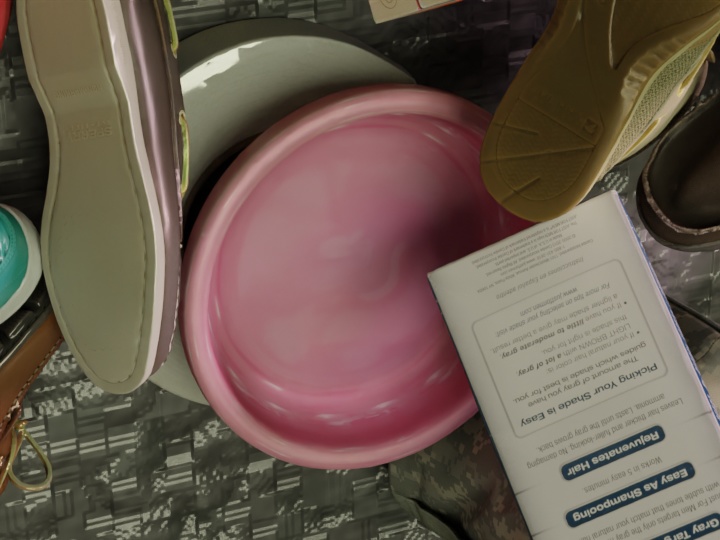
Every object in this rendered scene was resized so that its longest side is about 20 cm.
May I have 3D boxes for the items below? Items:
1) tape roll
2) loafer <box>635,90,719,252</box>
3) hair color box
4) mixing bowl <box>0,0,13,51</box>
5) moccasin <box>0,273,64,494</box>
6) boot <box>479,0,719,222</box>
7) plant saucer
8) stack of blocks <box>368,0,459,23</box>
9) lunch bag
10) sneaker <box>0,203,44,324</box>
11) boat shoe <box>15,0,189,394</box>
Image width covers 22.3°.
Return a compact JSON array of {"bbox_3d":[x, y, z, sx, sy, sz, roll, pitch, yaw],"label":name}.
[{"bbox_3d":[-0.047,-0.027,0.927,0.202,0.037,0.204,-10,117,-20],"label":"tape roll"},{"bbox_3d":[0.212,-0.081,0.861,0.200,0.073,0.071,-35,158,16],"label":"loafer"},{"bbox_3d":[0.115,0.076,0.846,0.100,0.201,0.061,-24,162,9],"label":"hair color box"},{"bbox_3d":[-0.228,-0.112,0.760,0.199,0.108,0.201,-10,116,-22],"label":"mixing bowl"},{"bbox_3d":[-0.198,0.086,0.887,0.078,0.074,0.202,29,96,-42],"label":"moccasin"},{"bbox_3d":[0.141,-0.120,0.856,0.073,0.155,0.201,35,111,11],"label":"boot"},{"bbox_3d":[0.000,0.000,0.910,0.199,0.051,0.202,-11,116,-22],"label":"plant saucer"},{"bbox_3d":[0.017,-0.214,0.791,0.115,0.058,0.201,-23,99,-44],"label":"stack of blocks"},{"bbox_3d":[0.120,0.103,0.972,0.168,0.200,0.140,-40,123,-9],"label":"lunch bag"},{"bbox_3d":[-0.239,0.034,0.797,0.200,0.084,0.121,-39,167,5],"label":"sneaker"},{"bbox_3d":[-0.108,-0.047,0.829,0.059,0.071,0.201,-20,106,-55],"label":"boat shoe"}]
